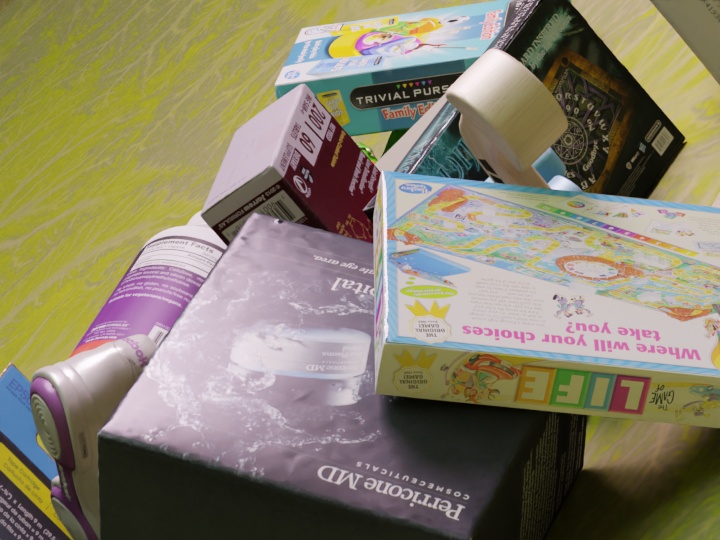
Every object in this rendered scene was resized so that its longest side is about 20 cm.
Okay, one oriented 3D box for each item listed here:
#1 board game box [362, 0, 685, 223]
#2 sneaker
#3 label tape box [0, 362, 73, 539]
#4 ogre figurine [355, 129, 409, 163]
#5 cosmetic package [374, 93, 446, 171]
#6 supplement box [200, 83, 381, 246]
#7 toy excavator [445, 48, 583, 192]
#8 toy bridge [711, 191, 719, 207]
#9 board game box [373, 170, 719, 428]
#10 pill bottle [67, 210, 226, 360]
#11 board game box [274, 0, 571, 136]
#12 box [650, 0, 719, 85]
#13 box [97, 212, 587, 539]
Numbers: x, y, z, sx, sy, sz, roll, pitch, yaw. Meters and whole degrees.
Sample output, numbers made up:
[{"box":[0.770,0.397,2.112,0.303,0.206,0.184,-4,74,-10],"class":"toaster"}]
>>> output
[{"box":[0.101,-0.058,1.702,0.028,0.135,0.200,-17,30,55],"class":"board game box"},{"box":[-0.152,0.121,1.832,0.099,0.201,0.075,-30,55,-21],"class":"sneaker"},{"box":[-0.252,0.185,1.892,0.063,0.144,0.200,-24,25,51],"class":"label tape box"},{"box":[0.006,-0.050,1.960,0.120,0.198,0.099,-113,26,-61],"class":"ogre figurine"},{"box":[0.051,-0.030,1.801,0.200,0.104,0.073,-46,18,-8],"class":"cosmetic package"},{"box":[0.000,0.000,1.675,0.061,0.200,0.109,-32,20,25],"class":"supplement box"},{"box":[0.092,-0.033,1.548,0.100,0.200,0.194,-45,17,-11],"class":"toy excavator"},{"box":[0.220,-0.034,1.561,0.067,0.027,0.200,-28,23,41],"class":"toy bridge"},{"box":[0.106,0.014,1.413,0.135,0.198,0.034,-90,8,-50],"class":"board game box"},{"box":[-0.129,0.047,1.998,0.112,0.113,0.200,-27,23,41],"class":"pill bottle"},{"box":[0.049,-0.143,1.986,0.198,0.047,0.151,-8,19,8],"class":"board game box"},{"box":[0.242,-0.217,1.784,0.097,0.124,0.200,-34,19,27],"class":"box"},{"box":[-0.004,0.090,1.430,0.195,0.118,0.200,15,40,15],"class":"box"}]
